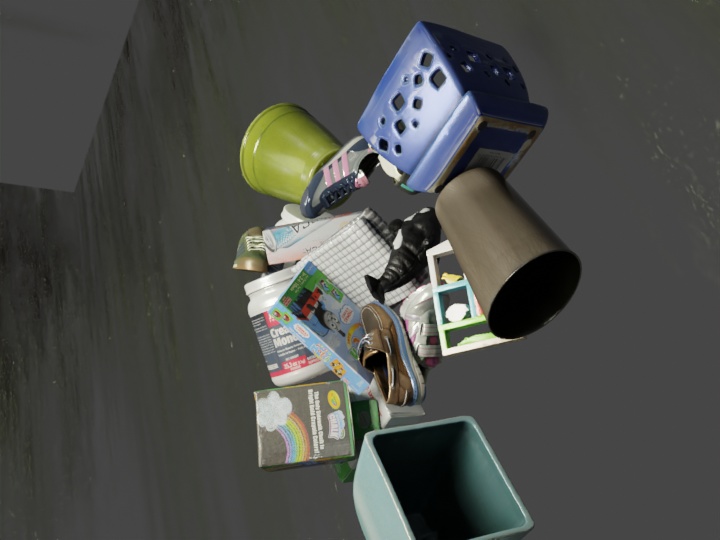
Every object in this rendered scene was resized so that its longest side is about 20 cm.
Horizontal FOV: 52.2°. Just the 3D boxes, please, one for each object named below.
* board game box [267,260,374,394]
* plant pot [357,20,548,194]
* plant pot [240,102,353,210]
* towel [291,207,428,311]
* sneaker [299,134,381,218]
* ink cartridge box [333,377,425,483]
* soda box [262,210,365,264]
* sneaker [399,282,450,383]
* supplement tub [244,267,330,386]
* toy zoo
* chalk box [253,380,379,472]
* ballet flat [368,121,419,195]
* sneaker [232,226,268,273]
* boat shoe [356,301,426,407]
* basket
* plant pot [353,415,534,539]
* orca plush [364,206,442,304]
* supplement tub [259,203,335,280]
[{"bbox_3d":[-0.047,0.092,1.226,0.037,0.200,0.151,-42,9,29],"label":"board game box"},{"bbox_3d":[0.144,-0.221,1.093,0.201,0.199,0.180,-56,50,35],"label":"plant pot"},{"bbox_3d":[-0.110,-0.215,1.494,0.192,0.199,0.202,34,114,41],"label":"plant pot"},{"bbox_3d":[0.000,0.000,1.293,0.166,0.086,0.200,48,132,-10],"label":"towel"},{"bbox_3d":[-0.031,-0.170,1.388,0.082,0.070,0.200,34,81,37],"label":"sneaker"},{"bbox_3d":[0.014,0.259,1.313,0.201,0.083,0.147,-58,43,34],"label":"ink cartridge box"},{"bbox_3d":[-0.081,-0.063,1.395,0.064,0.198,0.069,-91,-9,-81],"label":"soda box"},{"bbox_3d":[0.107,0.112,1.206,0.088,0.081,0.201,51,135,45],"label":"sneaker"},{"bbox_3d":[-0.128,0.103,1.381,0.140,0.140,0.202,-22,88,53],"label":"supplement tub"},{"bbox_3d":[0.171,0.020,1.116,0.130,0.020,0.202,-16,70,26],"label":"toy zoo"},{"bbox_3d":[-0.068,0.258,1.222,0.124,0.198,0.126,95,169,-72],"label":"chalk box"},{"bbox_3d":[0.059,-0.219,1.327,0.068,0.068,0.201,-58,42,35],"label":"ballet flat"},{"bbox_3d":[-0.214,-0.043,1.451,0.200,0.066,0.091,-179,97,-79],"label":"sneaker"},{"bbox_3d":[0.036,0.128,1.178,0.201,0.072,0.073,61,141,39],"label":"boat shoe"},{"bbox_3d":[0.194,-0.035,1.022,0.181,0.135,0.201,90,160,-50],"label":"basket"},{"bbox_3d":[0.097,0.366,1.089,0.196,0.195,0.201,61,143,40],"label":"plant pot"},{"bbox_3d":[0.081,-0.041,1.183,0.106,0.200,0.071,53,149,3],"label":"orca plush"},{"bbox_3d":[-0.125,-0.021,1.512,0.140,0.139,0.201,43,120,50],"label":"supplement tub"}]
